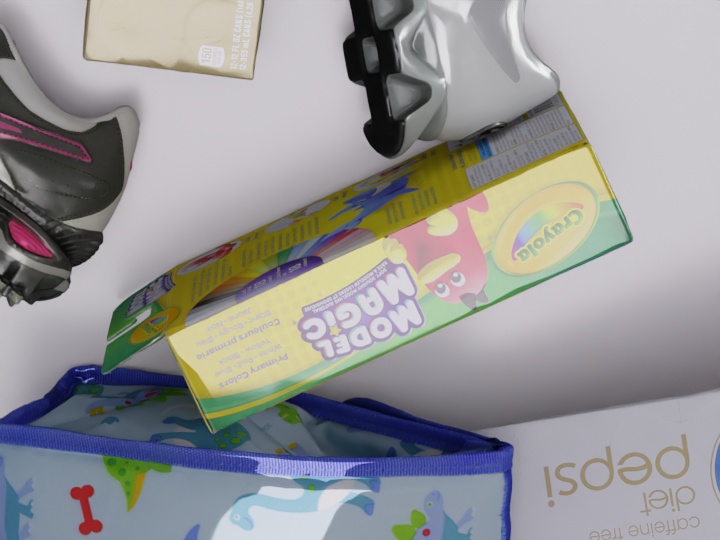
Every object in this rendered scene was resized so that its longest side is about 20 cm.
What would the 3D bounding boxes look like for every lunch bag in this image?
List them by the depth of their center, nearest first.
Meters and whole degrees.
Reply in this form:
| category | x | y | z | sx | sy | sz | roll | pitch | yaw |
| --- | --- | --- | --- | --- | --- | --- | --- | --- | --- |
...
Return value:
| category | x | y | z | sx | sy | sz | roll | pitch | yaw |
| --- | --- | --- | --- | --- | --- | --- | --- | --- | --- |
| lunch bag | -0.040 | 0.136 | 1.139 | 0.199 | 0.127 | 0.171 | 6 | 103 | 16 |

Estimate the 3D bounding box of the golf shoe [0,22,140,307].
| category | x | y | z | sx | sy | sz | roll | pitch | yaw |
| --- | --- | --- | --- | --- | --- | --- | --- | --- | --- |
| golf shoe | -0.182 | -0.069 | 1.137 | 0.200 | 0.077 | 0.088 | 33 | 79 | -10 |

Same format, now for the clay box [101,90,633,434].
| category | x | y | z | sx | sy | sz | roll | pitch | yaw |
| --- | --- | --- | --- | --- | --- | --- | --- | --- | --- |
| clay box | 0.000 | 0.000 | 1.125 | 0.200 | 0.115 | 0.048 | -25 | 102 | 5 |

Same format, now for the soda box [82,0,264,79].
| category | x | y | z | sx | sy | sz | roll | pitch | yaw |
| --- | --- | --- | --- | --- | --- | --- | --- | --- | --- |
| soda box | -0.061 | -0.178 | 1.110 | 0.068 | 0.064 | 0.201 | 7 | 103 | -3 |

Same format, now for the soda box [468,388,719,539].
| category | x | y | z | sx | sy | sz | roll | pitch | yaw |
| --- | --- | --- | --- | --- | --- | --- | --- | --- | --- |
| soda box | 0.137 | 0.080 | 1.129 | 0.200 | 0.064 | 0.068 | -11 | 85 | 23 |

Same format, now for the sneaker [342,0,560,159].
| category | x | y | z | sx | sy | sz | roll | pitch | yaw |
| --- | --- | --- | --- | --- | --- | --- | --- | --- | --- |
| sneaker | 0.030 | -0.150 | 1.123 | 0.088 | 0.074 | 0.201 | -13 | 101 | -18 |
